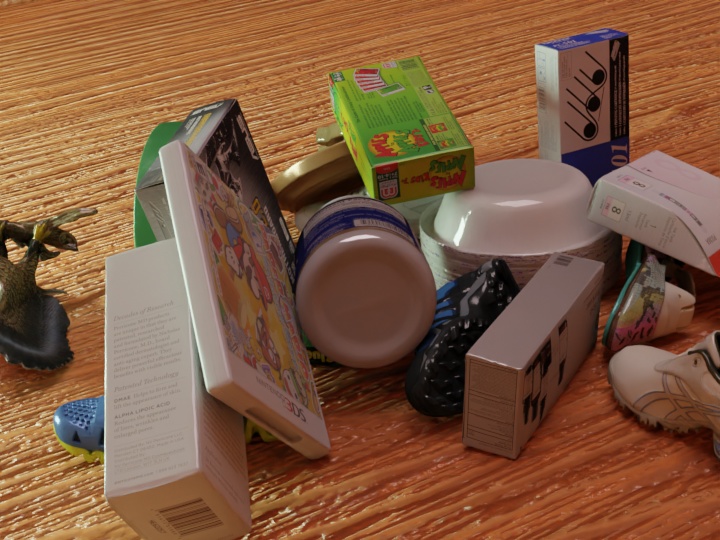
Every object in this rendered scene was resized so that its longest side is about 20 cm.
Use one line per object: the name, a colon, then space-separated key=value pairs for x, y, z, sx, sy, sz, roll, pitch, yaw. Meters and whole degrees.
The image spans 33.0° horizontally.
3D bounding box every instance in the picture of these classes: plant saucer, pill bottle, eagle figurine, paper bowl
plant saucer: x=-0.005 y=-0.107 z=1.359 sx=0.199 sy=0.032 sz=0.200 roll=-19 pitch=-9 yaw=-3
pill bottle: x=0.000 y=0.000 z=1.057 sx=0.115 sy=0.116 sz=0.200 roll=-6 pitch=15 yaw=-1
eagle figurine: x=-0.348 y=0.029 z=1.161 sx=0.152 sy=0.150 sz=0.201 roll=-36 pitch=36 yaw=42
paper bowl: x=0.158 y=-0.044 z=1.204 sx=0.199 sy=0.105 sz=0.201 roll=-5 pitch=23 yaw=2

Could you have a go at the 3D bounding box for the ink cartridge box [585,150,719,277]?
ink cartridge box: x=0.331 y=-0.044 z=1.135 sx=0.199 sy=0.057 sz=0.162 roll=24 pitch=25 yaw=25

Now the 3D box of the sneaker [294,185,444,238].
sneaker: x=0.026 y=-0.079 z=1.313 sx=0.199 sy=0.100 sz=0.075 roll=-6 pitch=33 yaw=2

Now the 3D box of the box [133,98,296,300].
box: x=-0.111 y=-0.024 z=1.043 sx=0.048 sy=0.201 sz=0.159 roll=-12 pitch=27 yaw=17

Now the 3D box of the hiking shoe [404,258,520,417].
hiking shoe: x=0.076 y=0.067 z=1.039 sx=0.086 sy=0.075 sz=0.200 roll=-22 pitch=15 yaw=34

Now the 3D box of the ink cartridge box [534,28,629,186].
ink cartridge box: x=0.239 y=-0.149 z=1.300 sx=0.094 sy=0.201 sz=0.044 roll=-16 pitch=26 yaw=-23

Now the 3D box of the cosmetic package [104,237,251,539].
cosmetic package: x=-0.132 y=0.086 z=0.866 sx=0.074 sy=0.102 sz=0.201 roll=-16 pitch=51 yaw=7

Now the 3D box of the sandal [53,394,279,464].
sandal: x=-0.148 y=0.097 z=0.975 sx=0.199 sy=0.088 sz=0.080 roll=-11 pitch=26 yaw=-8

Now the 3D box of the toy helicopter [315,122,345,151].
toy helicopter: x=0.004 y=-0.151 z=1.481 sx=0.132 sy=0.079 sz=0.200 roll=9 pitch=-7 yaw=-20

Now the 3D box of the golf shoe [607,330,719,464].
golf shoe: x=0.261 y=0.080 z=0.912 sx=0.078 sy=0.098 sz=0.200 roll=-19 pitch=26 yaw=-24

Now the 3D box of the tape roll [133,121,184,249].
tape roll: x=-0.156 y=-0.039 z=1.139 sx=0.048 sy=0.201 sz=0.201 roll=0 pitch=24 yaw=9

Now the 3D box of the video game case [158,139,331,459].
video game case: x=-0.084 y=0.026 z=0.913 sx=0.023 sy=0.182 sz=0.201 roll=-22 pitch=61 yaw=11

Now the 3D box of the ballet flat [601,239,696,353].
ballet flat: x=0.267 y=0.019 z=1.097 sx=0.071 sy=0.069 sz=0.200 roll=21 pitch=29 yaw=9

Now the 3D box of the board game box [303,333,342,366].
board game box: x=-0.039 y=0.034 z=1.169 sx=0.104 sy=0.024 sz=0.200 roll=3 pitch=25 yaw=16

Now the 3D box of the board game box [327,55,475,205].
board game box: x=0.038 y=-0.144 z=1.221 sx=0.101 sy=0.048 sz=0.200 roll=-12 pitch=37 yaw=-7

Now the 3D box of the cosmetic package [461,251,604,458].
cosmetic package: x=0.144 y=0.064 z=0.989 sx=0.050 sy=0.083 sz=0.200 roll=15 pitch=31 yaw=24
